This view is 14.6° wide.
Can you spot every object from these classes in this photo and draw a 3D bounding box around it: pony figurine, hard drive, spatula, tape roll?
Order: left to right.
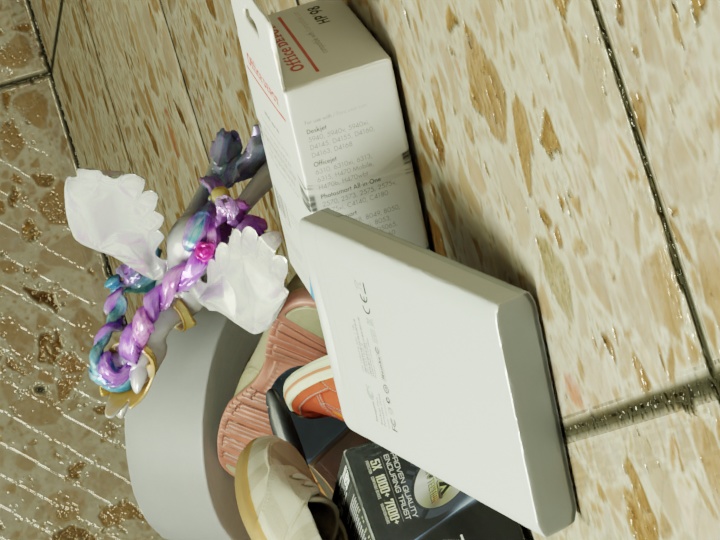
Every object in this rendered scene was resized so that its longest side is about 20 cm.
[{"bbox_3d":[-0.112,-0.011,1.907,0.166,0.200,0.193,28,138,9],"label":"pony figurine"},{"bbox_3d":[-0.098,0.103,2.068,0.200,0.066,0.201,4,-90,-66],"label":"tape roll"},{"bbox_3d":[-0.029,0.169,1.721,0.057,0.020,0.201,157,101,-82],"label":"spatula"},{"bbox_3d":[0.038,0.050,1.485,0.200,0.027,0.132,25,133,57],"label":"hard drive"}]

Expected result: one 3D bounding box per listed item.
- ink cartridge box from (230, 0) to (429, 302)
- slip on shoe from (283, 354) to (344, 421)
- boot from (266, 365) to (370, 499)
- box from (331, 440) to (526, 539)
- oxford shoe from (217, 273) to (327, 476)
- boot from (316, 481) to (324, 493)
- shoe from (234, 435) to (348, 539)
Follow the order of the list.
[{"bbox_3d":[-0.016,-0.079,1.615,0.116,0.066,0.201,-124,19,-61],"label":"ink cartridge box"},{"bbox_3d":[0.009,0.071,1.661,0.200,0.074,0.061,-23,89,65],"label":"slip on shoe"},{"bbox_3d":[0.019,0.150,1.825,0.200,0.075,0.097,56,-176,16],"label":"boot"},{"bbox_3d":[0.047,0.192,1.649,0.200,0.086,0.164,102,150,-71],"label":"box"},{"bbox_3d":[-0.045,0.071,1.947,0.074,0.071,0.200,-74,10,-48],"label":"oxford shoe"},{"bbox_3d":[-0.005,0.158,1.980,0.200,0.076,0.156,107,150,-86],"label":"boot"},{"bbox_3d":[-0.022,0.168,1.620,0.070,0.053,0.200,37,-156,-43],"label":"shoe"}]
